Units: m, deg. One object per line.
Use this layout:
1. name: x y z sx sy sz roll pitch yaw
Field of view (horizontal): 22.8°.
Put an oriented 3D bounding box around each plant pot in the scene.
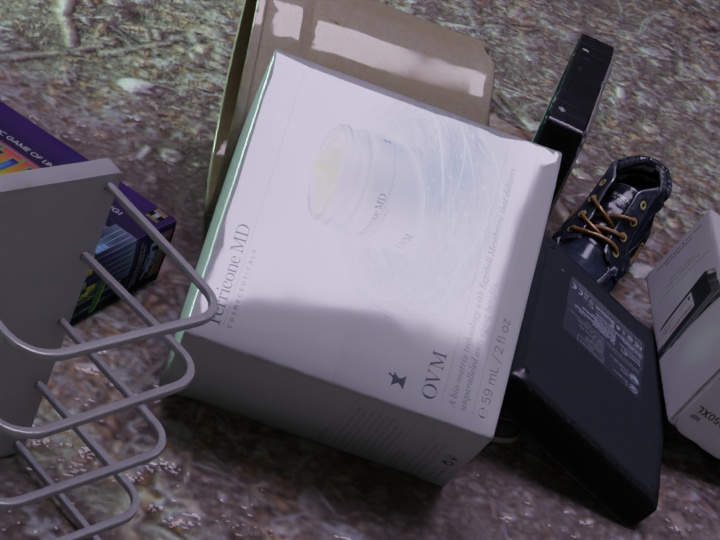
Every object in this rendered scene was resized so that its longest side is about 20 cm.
1. plant pot: -0.005 -0.121 1.307 0.182 0.202 0.201 12 31 -8

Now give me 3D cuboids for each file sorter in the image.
1. file sorter: -0.175 0.066 0.910 0.138 0.201 0.124 -14 48 -46

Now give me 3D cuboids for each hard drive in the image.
1. hard drive: 0.158 0.072 1.252 0.139 0.033 0.200 43 27 -11
2. hard drive: 0.157 -0.098 1.460 0.038 0.141 0.200 24 29 2

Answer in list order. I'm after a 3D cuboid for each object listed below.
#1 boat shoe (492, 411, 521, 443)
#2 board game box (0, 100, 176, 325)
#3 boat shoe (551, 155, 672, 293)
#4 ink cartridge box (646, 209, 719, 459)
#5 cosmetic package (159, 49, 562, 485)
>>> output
1. boat shoe: 0.071 0.038 1.266 0.066 0.057 0.201 8 33 -25
2. board game box: -0.248 -0.041 1.173 0.199 0.057 0.165 33 32 15
3. boat shoe: 0.189 -0.029 1.421 0.070 0.091 0.200 30 31 12
4. ink cartridge box: 0.298 0.066 1.324 0.144 0.084 0.201 32 28 -15
5. cosmetic package: 0.000 0.000 1.125 0.198 0.123 0.201 18 66 -5
